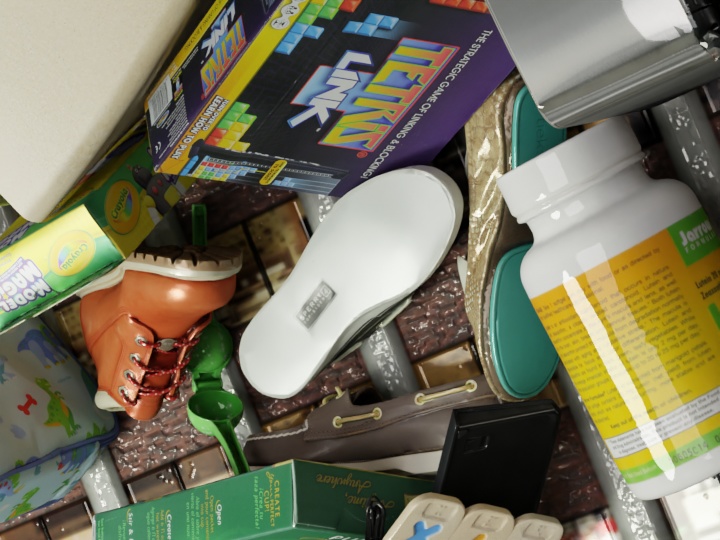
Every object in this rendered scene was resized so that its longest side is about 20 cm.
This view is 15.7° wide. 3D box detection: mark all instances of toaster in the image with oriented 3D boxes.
[{"bbox_3d":[0.143,-0.179,1.401,0.118,0.200,0.181,-27,86,27],"label":"toaster"}]

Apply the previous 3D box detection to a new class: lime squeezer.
[{"bbox_3d":[-0.098,0.059,1.666,0.038,0.071,0.201,-10,62,0],"label":"lime squeezer"}]

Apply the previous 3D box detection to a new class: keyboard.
[{"bbox_3d":[0.046,0.161,1.550,0.021,0.127,0.201,53,142,44],"label":"keyboard"}]

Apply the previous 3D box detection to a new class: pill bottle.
[{"bbox_3d":[0.159,0.018,1.470,0.111,0.111,0.201,-28,90,32],"label":"pill bottle"}]

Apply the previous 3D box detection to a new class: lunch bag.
[{"bbox_3d":[-0.264,0.086,1.693,0.161,0.200,0.083,49,119,14],"label":"lunch bag"}]

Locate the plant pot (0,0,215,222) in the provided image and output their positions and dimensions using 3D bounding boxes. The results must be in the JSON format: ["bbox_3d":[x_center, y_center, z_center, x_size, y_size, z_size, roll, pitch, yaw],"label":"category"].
[{"bbox_3d":[-0.170,-0.188,1.548,0.200,0.200,0.177,46,123,-7],"label":"plant pot"}]

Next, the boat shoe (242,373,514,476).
[{"bbox_3d":[0.009,0.100,1.612,0.199,0.072,0.060,-8,80,35],"label":"boat shoe"}]

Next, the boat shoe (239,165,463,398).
[{"bbox_3d":[0.000,0.000,1.596,0.071,0.064,0.200,51,125,7],"label":"boat shoe"}]

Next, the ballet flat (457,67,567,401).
[{"bbox_3d":[0.089,-0.024,1.551,0.065,0.070,0.201,19,108,55],"label":"ballet flat"}]

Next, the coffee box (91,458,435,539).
[{"bbox_3d":[-0.060,0.160,1.609,0.200,0.123,0.044,-20,66,46],"label":"coffee box"}]

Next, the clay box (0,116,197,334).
[{"bbox_3d":[-0.167,-0.034,1.612,0.115,0.200,0.048,-28,103,31],"label":"clay box"}]

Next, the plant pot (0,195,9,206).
[{"bbox_3d":[-0.314,-0.085,1.717,0.190,0.200,0.201,-40,78,43],"label":"plant pot"}]

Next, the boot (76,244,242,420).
[{"bbox_3d":[-0.123,0.038,1.629,0.200,0.075,0.108,160,108,-67],"label":"boot"}]

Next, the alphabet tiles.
[{"bbox_3d":[0.027,0.210,1.554,0.196,0.199,0.015,-56,42,23],"label":"alphabet tiles"}]

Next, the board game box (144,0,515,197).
[{"bbox_3d":[-0.009,-0.120,1.492,0.200,0.165,0.057,-49,42,46],"label":"board game box"}]
